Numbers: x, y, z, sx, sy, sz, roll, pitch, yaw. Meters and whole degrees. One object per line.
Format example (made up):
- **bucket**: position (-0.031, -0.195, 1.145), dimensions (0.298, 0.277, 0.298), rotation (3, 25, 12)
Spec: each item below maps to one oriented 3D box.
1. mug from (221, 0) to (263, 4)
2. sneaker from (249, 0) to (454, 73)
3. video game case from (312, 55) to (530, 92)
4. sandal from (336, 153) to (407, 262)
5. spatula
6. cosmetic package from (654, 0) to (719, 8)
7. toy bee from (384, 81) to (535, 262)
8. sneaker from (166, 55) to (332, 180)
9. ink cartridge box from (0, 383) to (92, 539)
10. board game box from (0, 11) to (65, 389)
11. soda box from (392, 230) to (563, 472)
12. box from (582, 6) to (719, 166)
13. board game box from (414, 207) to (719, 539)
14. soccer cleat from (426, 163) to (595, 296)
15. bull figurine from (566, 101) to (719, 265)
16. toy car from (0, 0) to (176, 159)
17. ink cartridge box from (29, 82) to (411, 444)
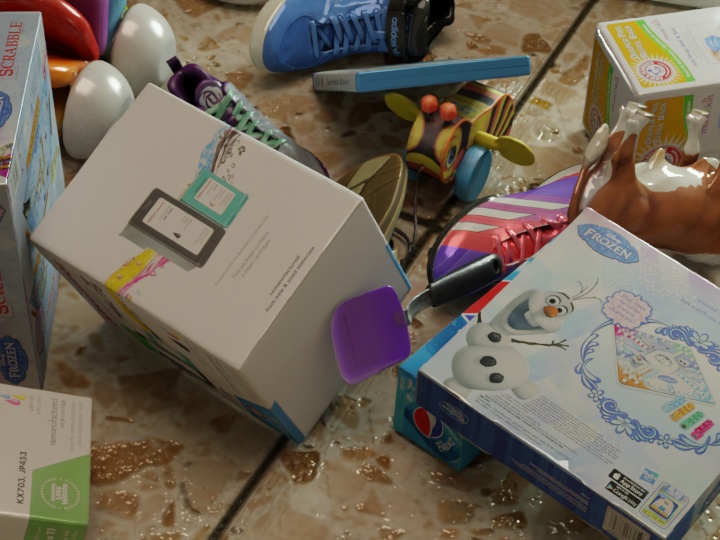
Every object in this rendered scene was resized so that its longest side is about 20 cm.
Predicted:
- **mug**: position (-0.093, -0.342, 1.695), dimensions (0.175, 0.148, 0.201), rotation (23, 76, 11)
- **sneaker**: position (0.002, -0.219, 1.596), dimensions (0.111, 0.077, 0.200), rotation (25, 40, 35)
- **video game case**: position (0.046, -0.164, 1.500), dimensions (0.142, 0.018, 0.200), rotation (-7, 7, -11)
- **sandal**: position (0.000, 0.000, 1.374), dimensions (0.080, 0.054, 0.201), rotation (-13, 53, 28)
- **spatula**: position (0.046, 0.023, 1.287), dimensions (0.020, 0.057, 0.200), rotation (-7, 13, 38)
- **cosmetic package**: position (0.271, -0.370, 1.714), dimensions (0.199, 0.165, 0.165), rotation (11, 43, 7)
- **toy bee**: position (0.077, -0.104, 1.455), dimensions (0.130, 0.109, 0.201), rotation (9, 43, 3)
- **sneaker**: position (-0.098, -0.102, 1.431), dimensions (0.074, 0.088, 0.200), rotation (-43, 43, -7)
- **ink cartridge box**: position (-0.280, 0.129, 1.171), dimensions (0.199, 0.067, 0.117), rotation (10, 40, -16)
- **board game box**: position (-0.250, -0.049, 1.306), dimensions (0.041, 0.200, 0.201), rotation (0, 42, -1)
- **soda box**: position (0.111, 0.055, 1.311), dimensions (0.064, 0.068, 0.200), rotation (31, 49, 27)
- **box**: position (0.298, -0.148, 1.511), dimensions (0.199, 0.113, 0.102), rotation (-8, 45, -12)
- **board game box**: position (0.175, 0.072, 1.217), dimensions (0.200, 0.043, 0.199), rotation (34, 56, 23)
- **soccer cleat**: position (0.139, -0.028, 1.397), dimensions (0.199, 0.069, 0.073), rotation (-24, 30, -31)
- **bull figurine**: position (0.239, -0.061, 1.372), dimensions (0.199, 0.122, 0.065), rotation (0, 18, -41)
- **toy car**: position (-0.259, -0.199, 1.504), dimensions (0.174, 0.150, 0.200), rotation (15, 44, 13)
- **ink cartridge box**: position (-0.097, -0.006, 1.274), dimensions (0.200, 0.147, 0.146), rotation (30, 76, 27)
